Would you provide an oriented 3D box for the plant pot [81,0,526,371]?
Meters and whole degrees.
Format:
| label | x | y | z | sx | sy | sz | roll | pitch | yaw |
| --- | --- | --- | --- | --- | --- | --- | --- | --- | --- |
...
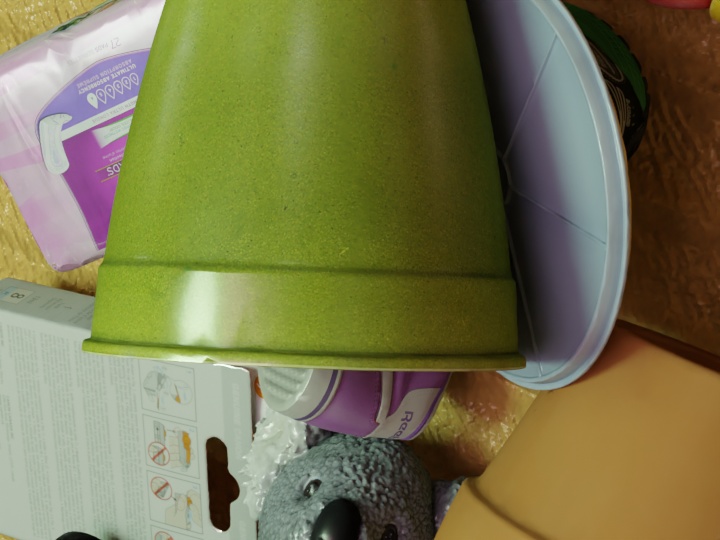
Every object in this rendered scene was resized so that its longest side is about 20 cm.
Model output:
| label | x | y | z | sx | sy | sz | roll | pitch | yaw |
| --- | --- | --- | --- | --- | --- | --- | --- | --- | --- |
| plant pot | -0.021 | -0.057 | 0.900 | 0.199 | 0.200 | 0.195 | 3 | 90 | 32 |

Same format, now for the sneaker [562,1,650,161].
| label | x | y | z | sx | sy | sz | roll | pitch | yaw |
| --- | --- | --- | --- | --- | --- | --- | --- | --- | --- |
| sneaker | 0.057 | -0.111 | 1.018 | 0.199 | 0.085 | 0.078 | 35 | 116 | 22 |

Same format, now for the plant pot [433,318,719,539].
| label | x | y | z | sx | sy | sz | roll | pitch | yaw |
| --- | --- | --- | --- | --- | --- | --- | --- | --- | --- |
| plant pot | 0.148 | 0.110 | 0.953 | 0.199 | 0.200 | 0.141 | 24 | 94 | 27 |

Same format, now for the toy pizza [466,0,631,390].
| label | x | y | z | sx | sy | sz | roll | pitch | yaw |
| --- | --- | --- | --- | --- | --- | --- | --- | --- | --- |
| toy pizza | 0.075 | -0.045 | 0.933 | 0.200 | 0.032 | 0.202 | 36 | 132 | 56 |

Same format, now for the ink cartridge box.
| label | x | y | z | sx | sy | sz | roll | pitch | yaw |
| --- | --- | --- | --- | --- | --- | --- | --- | --- | --- |
| ink cartridge box | -0.138 | 0.100 | 1.194 | 0.199 | 0.047 | 0.161 | 11 | 117 | 25 |

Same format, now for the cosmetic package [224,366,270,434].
| label | x | y | z | sx | sy | sz | roll | pitch | yaw |
| --- | --- | --- | --- | --- | --- | --- | --- | --- | --- |
| cosmetic package | -0.083 | -0.014 | 1.148 | 0.083 | 0.051 | 0.201 | -43 | 76 | 32 |

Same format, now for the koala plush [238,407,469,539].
| label | x | y | z | sx | sy | sz | roll | pitch | yaw |
| --- | --- | --- | --- | --- | --- | --- | --- | --- | --- |
| koala plush | -0.025 | 0.171 | 1.064 | 0.176 | 0.184 | 0.201 | 21 | 73 | 11 |

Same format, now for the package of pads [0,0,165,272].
| label | x | y | z | sx | sy | sz | roll | pitch | yaw |
| --- | --- | --- | --- | --- | --- | --- | --- | --- | --- |
| package of pads | -0.096 | -0.088 | 1.041 | 0.199 | 0.076 | 0.121 | -22 | 104 | 25 |

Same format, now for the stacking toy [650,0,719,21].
| label | x | y | z | sx | sy | sz | roll | pitch | yaw |
| --- | --- | --- | --- | --- | --- | --- | --- | --- | --- |
| stacking toy | 0.174 | -0.154 | 0.904 | 0.200 | 0.146 | 0.147 | 38 | 117 | 11 |

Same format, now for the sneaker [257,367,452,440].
| label | x | y | z | sx | sy | sz | roll | pitch | yaw |
| --- | --- | --- | --- | --- | --- | --- | --- | --- | --- |
| sneaker | 0.000 | 0.000 | 1.090 | 0.073 | 0.114 | 0.202 | -34 | 48 | 46 |

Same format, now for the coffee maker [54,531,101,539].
| label | x | y | z | sx | sy | sz | roll | pitch | yaw |
| --- | --- | --- | --- | --- | --- | --- | --- | --- | --- |
| coffee maker | -0.195 | 0.255 | 1.189 | 0.134 | 0.193 | 0.200 | 30 | 114 | -24 |
